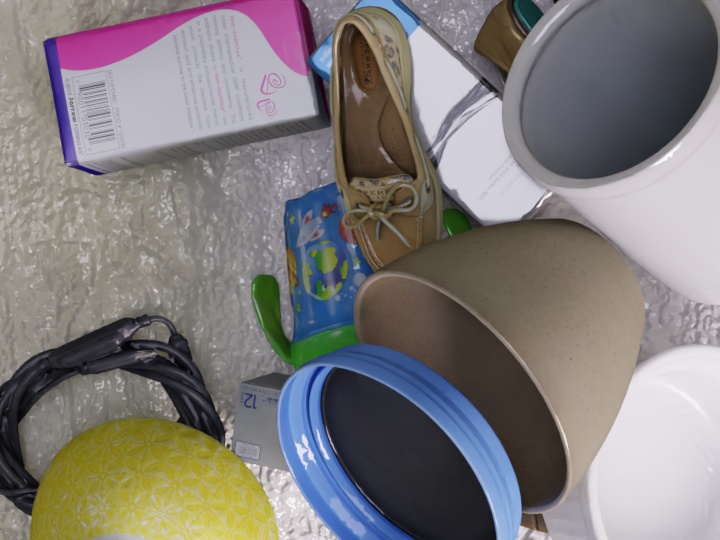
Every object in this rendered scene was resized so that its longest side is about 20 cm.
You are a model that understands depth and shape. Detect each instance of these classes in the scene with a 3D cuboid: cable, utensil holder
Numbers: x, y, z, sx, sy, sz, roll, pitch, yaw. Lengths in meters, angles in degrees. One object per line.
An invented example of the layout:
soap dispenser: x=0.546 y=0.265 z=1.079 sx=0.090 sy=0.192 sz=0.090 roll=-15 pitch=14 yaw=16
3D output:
cable: x=-0.208 y=0.134 z=1.426 sx=0.199 sy=0.051 sz=0.164 roll=-25 pitch=95 yaw=8
utensil holder: x=0.220 y=-0.088 z=1.229 sx=0.169 sy=0.200 sz=0.171 roll=-20 pitch=54 yaw=31

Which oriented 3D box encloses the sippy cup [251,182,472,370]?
sippy cup: x=0.000 y=0.000 z=1.365 sx=0.177 sy=0.140 sz=0.131 roll=-14 pitch=82 yaw=-1

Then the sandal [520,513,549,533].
sandal: x=0.095 y=0.144 z=1.398 sx=0.199 sy=0.054 sz=0.081 roll=16 pitch=95 yaw=19

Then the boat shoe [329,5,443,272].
boat shoe: x=0.010 y=-0.084 z=1.258 sx=0.073 sy=0.063 sz=0.201 roll=-10 pitch=98 yaw=17

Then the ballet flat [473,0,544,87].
ballet flat: x=0.166 y=-0.126 z=1.395 sx=0.200 sy=0.069 sz=0.063 roll=50 pitch=121 yaw=6

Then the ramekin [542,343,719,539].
ramekin: x=0.229 y=0.157 z=1.326 sx=0.199 sy=0.098 sz=0.202 roll=2 pitch=85 yaw=-25

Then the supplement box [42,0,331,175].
supplement box: x=-0.131 y=-0.145 z=1.391 sx=0.199 sy=0.103 sz=0.102 roll=-10 pitch=88 yaw=6

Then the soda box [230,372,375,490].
soda box: x=0.004 y=0.129 z=1.366 sx=0.199 sy=0.068 sz=0.064 roll=10 pitch=97 yaw=21

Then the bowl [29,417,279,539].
bowl: x=-0.169 y=0.225 z=1.356 sx=0.199 sy=0.108 sz=0.201 roll=3 pitch=112 yaw=9

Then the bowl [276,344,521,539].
bowl: x=0.028 y=0.139 z=1.252 sx=0.201 sy=0.201 sz=0.039 roll=48 pitch=53 yaw=4

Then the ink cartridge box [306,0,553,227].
ink cartridge box: x=0.065 y=-0.114 z=1.352 sx=0.200 sy=0.145 sz=0.084 roll=43 pitch=95 yaw=4

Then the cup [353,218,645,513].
cup: x=0.113 y=0.045 z=1.234 sx=0.143 sy=0.200 sz=0.201 roll=-38 pitch=86 yaw=-27

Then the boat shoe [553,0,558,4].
boat shoe: x=0.218 y=-0.204 z=1.329 sx=0.074 sy=0.199 sz=0.074 roll=21 pitch=77 yaw=-38
